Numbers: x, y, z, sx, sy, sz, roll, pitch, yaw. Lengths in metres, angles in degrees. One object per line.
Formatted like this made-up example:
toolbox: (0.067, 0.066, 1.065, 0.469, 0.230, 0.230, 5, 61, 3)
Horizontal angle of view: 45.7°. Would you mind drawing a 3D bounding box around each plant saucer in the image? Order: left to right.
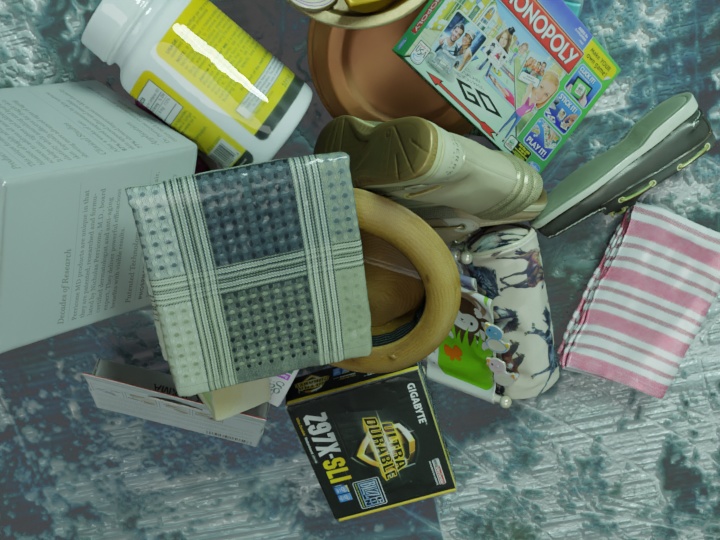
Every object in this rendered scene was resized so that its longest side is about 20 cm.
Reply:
plant saucer: (0.045, -0.206, 0.813, 0.195, 0.038, 0.204, 1, 116, 2)

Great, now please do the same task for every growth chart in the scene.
growth chart: (0.096, 0.055, 0.925, 0.143, 0.018, 0.203, 8, 124, 42)

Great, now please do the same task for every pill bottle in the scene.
pill bottle: (-0.152, -0.187, 0.802, 0.199, 0.115, 0.114, 38, 111, -16)

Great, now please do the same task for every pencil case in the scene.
pencil case: (0.161, 0.046, 0.927, 0.088, 0.078, 0.204, 0, 119, 31)

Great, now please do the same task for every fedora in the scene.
fedora: (0.000, 0.000, 0.811, 0.196, 0.082, 0.205, 4, 118, 8)

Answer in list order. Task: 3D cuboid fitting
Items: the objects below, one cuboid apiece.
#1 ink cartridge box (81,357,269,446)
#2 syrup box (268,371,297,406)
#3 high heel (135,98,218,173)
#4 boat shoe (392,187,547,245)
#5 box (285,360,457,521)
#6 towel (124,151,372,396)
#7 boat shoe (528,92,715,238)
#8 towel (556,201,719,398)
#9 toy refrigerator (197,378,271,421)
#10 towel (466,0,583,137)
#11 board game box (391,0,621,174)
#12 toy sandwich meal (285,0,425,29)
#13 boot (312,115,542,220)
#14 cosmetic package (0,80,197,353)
ink cartridge box: (-0.197, 0.138, 0.939, 0.196, 0.044, 0.174, 15, 157, -6)
syrup box: (-0.079, 0.038, 0.925, 0.078, 0.082, 0.202, 25, 112, -11)
high heel: (-0.178, -0.081, 0.878, 0.096, 0.068, 0.201, -37, 110, 13)
boat shoe: (0.092, -0.064, 0.883, 0.195, 0.073, 0.066, 1, 124, 4)
box: (0.016, 0.194, 0.999, 0.156, 0.050, 0.203, -14, 123, 7)
towel: (-0.089, 0.005, 0.739, 0.188, 0.035, 0.204, -11, 116, -9)
boat shoe: (0.264, -0.091, 0.863, 0.200, 0.072, 0.061, -38, 106, 14)
towel: (0.316, 0.037, 0.935, 0.143, 0.030, 0.203, 17, 110, -14)
toy refrigerator: (-0.137, 0.037, 0.816, 0.069, 0.076, 0.204, -18, 126, -26)
towel: (0.111, -0.205, 0.840, 0.195, 0.022, 0.150, 6, 115, -2)
board game box: (0.139, -0.193, 0.787, 0.199, 0.029, 0.135, 34, 99, -33)
toy sandwich meal: (0.002, -0.308, 0.721, 0.200, 0.070, 0.210, 0, 90, -6)
boot: (0.056, -0.094, 0.801, 0.153, 0.198, 0.075, 12, 86, -35)
cosmetic package: (-0.284, -0.060, 0.784, 0.166, 0.198, 0.169, 33, 123, 29)
